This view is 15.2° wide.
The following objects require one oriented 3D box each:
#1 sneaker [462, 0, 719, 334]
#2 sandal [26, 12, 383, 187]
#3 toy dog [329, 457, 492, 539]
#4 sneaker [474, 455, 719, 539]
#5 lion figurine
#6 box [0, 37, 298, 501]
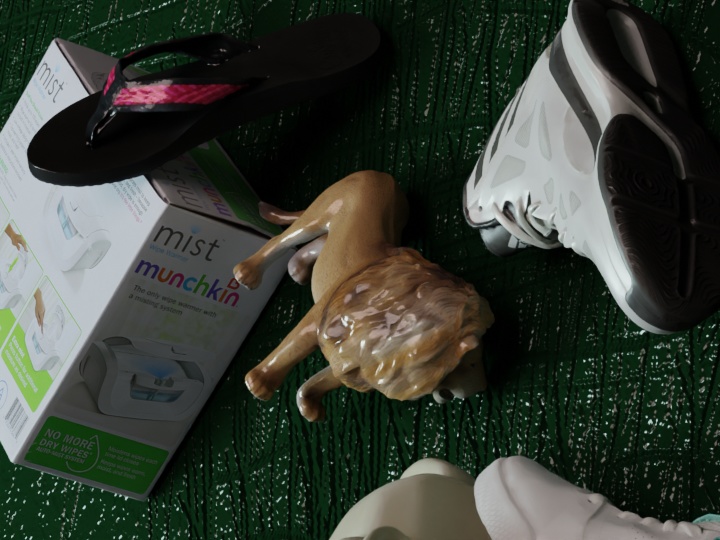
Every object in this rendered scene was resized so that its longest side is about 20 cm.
[{"bbox_3d":[0.107,-0.023,1.225,0.115,0.076,0.201,-54,29,36],"label":"sneaker"},{"bbox_3d":[-0.087,-0.102,1.432,0.200,0.045,0.075,-22,41,-3],"label":"sandal"},{"bbox_3d":[-0.011,0.192,1.208,0.200,0.139,0.194,-50,38,29],"label":"toy dog"},{"bbox_3d":[0.126,0.127,1.126,0.089,0.075,0.200,-49,44,7],"label":"sneaker"},{"bbox_3d":[0.000,0.000,1.345,0.122,0.072,0.200,-41,39,24],"label":"lion figurine"},{"bbox_3d":[-0.149,-0.005,1.522,0.177,0.097,0.200,-58,36,15],"label":"box"}]
